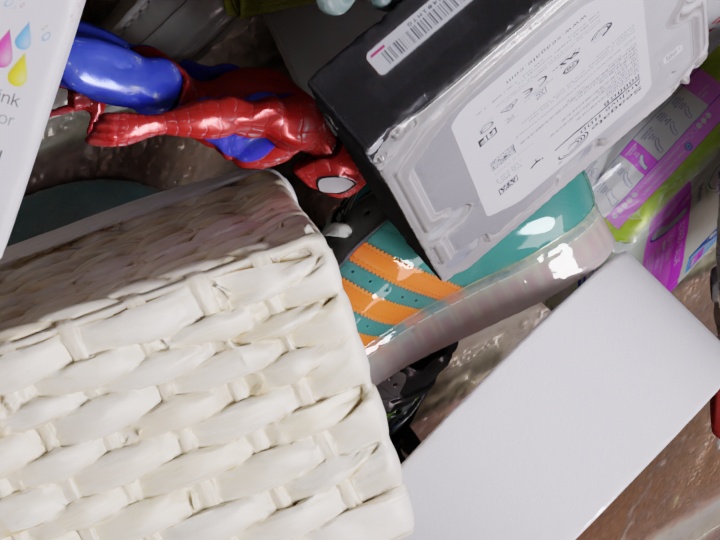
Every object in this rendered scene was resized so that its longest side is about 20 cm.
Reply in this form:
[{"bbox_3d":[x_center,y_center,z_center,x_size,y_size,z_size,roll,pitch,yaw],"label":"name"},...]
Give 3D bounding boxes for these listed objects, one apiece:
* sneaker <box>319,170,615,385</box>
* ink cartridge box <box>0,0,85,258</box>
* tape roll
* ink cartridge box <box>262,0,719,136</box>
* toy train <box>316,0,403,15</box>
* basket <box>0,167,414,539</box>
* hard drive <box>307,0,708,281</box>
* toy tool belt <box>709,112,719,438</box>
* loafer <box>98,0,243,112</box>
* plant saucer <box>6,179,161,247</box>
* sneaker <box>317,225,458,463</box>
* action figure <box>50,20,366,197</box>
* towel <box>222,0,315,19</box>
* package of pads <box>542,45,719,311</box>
[{"bbox_3d":[0.000,0.000,0.943,0.199,0.071,0.080,-28,104,0],"label":"sneaker"},{"bbox_3d":[-0.143,-0.124,0.677,0.144,0.085,0.201,17,110,-9],"label":"ink cartridge box"},{"bbox_3d":[0.068,0.085,0.976,0.202,0.071,0.202,-45,172,-8],"label":"tape roll"},{"bbox_3d":[0.080,-0.126,0.943,0.199,0.084,0.145,-13,161,-43],"label":"ink cartridge box"},{"bbox_3d":[-0.006,-0.144,0.720,0.200,0.085,0.115,-27,133,-72],"label":"toy train"},{"bbox_3d":[-0.091,0.061,0.835,0.199,0.123,0.136,-20,105,-9],"label":"basket"},{"bbox_3d":[0.060,-0.069,0.805,0.140,0.038,0.200,-40,166,-2],"label":"hard drive"},{"bbox_3d":[0.218,-0.012,1.000,0.125,0.122,0.201,-81,171,-62],"label":"toy tool belt"},{"bbox_3d":[-0.046,-0.147,0.856,0.070,0.070,0.200,39,92,-18],"label":"loafer"},{"bbox_3d":[-0.126,0.059,0.948,0.201,0.039,0.202,-29,137,-31],"label":"plant saucer"},{"bbox_3d":[0.008,0.053,1.050,0.082,0.071,0.200,-9,138,8],"label":"sneaker"},{"bbox_3d":[-0.083,-0.066,0.804,0.199,0.065,0.052,18,98,-23],"label":"action figure"},{"bbox_3d":[-0.022,-0.192,0.801,0.086,0.018,0.201,-15,113,-15],"label":"towel"},{"bbox_3d":[0.164,-0.070,1.119,0.200,0.068,0.155,-46,162,-12],"label":"package of pads"}]
